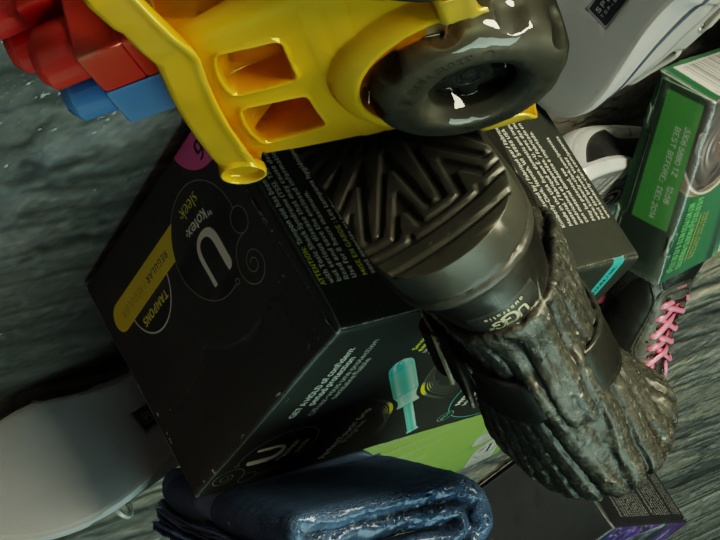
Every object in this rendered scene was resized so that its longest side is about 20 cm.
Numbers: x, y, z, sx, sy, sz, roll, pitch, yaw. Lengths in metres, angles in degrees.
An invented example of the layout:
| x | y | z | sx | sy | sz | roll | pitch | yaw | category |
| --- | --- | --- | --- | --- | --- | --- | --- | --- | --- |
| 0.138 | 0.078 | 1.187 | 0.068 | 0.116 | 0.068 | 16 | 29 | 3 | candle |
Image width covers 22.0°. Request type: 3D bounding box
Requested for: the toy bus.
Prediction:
| x | y | z | sx | sy | sz | roll | pitch | yaw | category |
| --- | --- | --- | --- | --- | --- | --- | --- | --- | --- |
| -0.043 | -0.115 | 0.611 | 0.191 | 0.136 | 0.200 | -17 | 157 | 4 | toy bus |

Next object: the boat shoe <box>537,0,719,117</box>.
| x | y | z | sx | sy | sz | roll | pitch | yaw | category |
| --- | --- | --- | --- | --- | --- | --- | --- | --- | --- |
| 0.150 | -0.151 | 0.868 | 0.065 | 0.074 | 0.200 | -24 | 167 | -46 | boat shoe |

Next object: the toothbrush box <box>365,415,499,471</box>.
| x | y | z | sx | sy | sz | roll | pitch | yaw | category |
| --- | --- | --- | --- | --- | --- | --- | --- | --- | --- |
| 0.035 | 0.061 | 1.135 | 0.145 | 0.086 | 0.200 | -21 | 157 | -25 | toothbrush box |

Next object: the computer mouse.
| x | y | z | sx | sy | sz | roll | pitch | yaw | category |
| --- | --- | --- | --- | --- | --- | --- | --- | --- | --- |
| 0.151 | -0.061 | 1.091 | 0.110 | 0.044 | 0.200 | -43 | 160 | 30 | computer mouse |

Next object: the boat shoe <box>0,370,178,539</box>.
| x | y | z | sx | sy | sz | roll | pitch | yaw | category |
| --- | --- | --- | --- | --- | --- | --- | --- | --- | --- |
| -0.130 | 0.090 | 1.007 | 0.202 | 0.075 | 0.086 | -33 | 169 | -19 | boat shoe |

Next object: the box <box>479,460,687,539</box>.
| x | y | z | sx | sy | sz | roll | pitch | yaw | category |
| --- | --- | --- | --- | --- | --- | --- | --- | --- | --- |
| 0.184 | 0.229 | 1.688 | 0.148 | 0.104 | 0.200 | -40 | 158 | 21 | box |

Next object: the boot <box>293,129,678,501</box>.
| x | y | z | sx | sy | sz | roll | pitch | yaw | category |
| --- | --- | --- | --- | --- | --- | --- | --- | --- | --- |
| 0.045 | -0.014 | 0.760 | 0.079 | 0.211 | 0.158 | -32 | 131 | 12 | boot |

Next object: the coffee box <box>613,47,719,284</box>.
| x | y | z | sx | sy | sz | roll | pitch | yaw | category |
| --- | --- | --- | --- | --- | --- | --- | --- | --- | --- |
| 0.229 | -0.077 | 1.075 | 0.200 | 0.044 | 0.123 | -21 | 135 | -44 | coffee box |

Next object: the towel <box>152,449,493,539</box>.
| x | y | z | sx | sy | sz | roll | pitch | yaw | category |
| --- | --- | --- | --- | --- | --- | --- | --- | --- | --- |
| -0.023 | 0.120 | 0.901 | 0.111 | 0.049 | 0.200 | -11 | -176 | -22 | towel |

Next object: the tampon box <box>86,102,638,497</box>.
| x | y | z | sx | sy | sz | roll | pitch | yaw | category |
| --- | --- | --- | --- | --- | --- | --- | --- | --- | --- |
| 0.000 | 0.000 | 0.894 | 0.200 | 0.126 | 0.150 | -12 | 153 | -41 | tampon box |

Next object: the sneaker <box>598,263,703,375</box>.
| x | y | z | sx | sy | sz | roll | pitch | yaw | category |
| --- | --- | --- | --- | --- | --- | --- | --- | --- | --- |
| 0.199 | 0.041 | 1.310 | 0.079 | 0.096 | 0.200 | -9 | 148 | -42 | sneaker |
